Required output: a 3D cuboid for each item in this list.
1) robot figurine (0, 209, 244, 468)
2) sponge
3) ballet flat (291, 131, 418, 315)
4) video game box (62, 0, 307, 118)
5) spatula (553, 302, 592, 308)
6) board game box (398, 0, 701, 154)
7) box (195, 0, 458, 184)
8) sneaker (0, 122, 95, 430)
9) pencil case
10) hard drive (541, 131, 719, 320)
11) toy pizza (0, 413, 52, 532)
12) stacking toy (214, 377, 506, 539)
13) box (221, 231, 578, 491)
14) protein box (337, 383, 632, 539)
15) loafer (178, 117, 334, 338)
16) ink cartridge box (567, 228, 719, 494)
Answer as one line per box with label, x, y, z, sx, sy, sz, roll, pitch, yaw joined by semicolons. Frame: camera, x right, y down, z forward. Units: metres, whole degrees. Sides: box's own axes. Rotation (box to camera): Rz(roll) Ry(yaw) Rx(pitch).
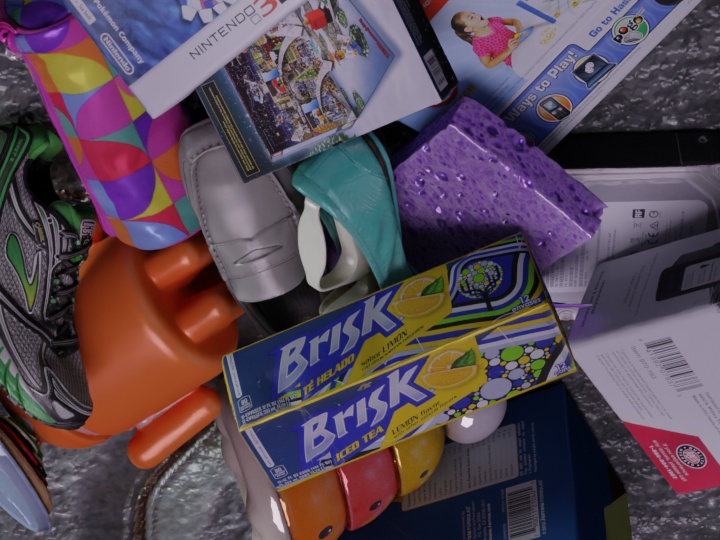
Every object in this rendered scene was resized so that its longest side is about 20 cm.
robot figurine;-0.160;0.045;1.560;0.200;0.117;0.144;-30;129;25
sponge;0.055;-0.028;1.479;0.111;0.030;0.200;38;147;-11
ballet flat;0.000;0.000;1.462;0.070;0.067;0.201;-33;133;-14
video game box;-0.104;-0.213;1.300;0.182;0.047;0.200;-35;96;25
spatula;0.088;0.041;1.575;0.056;0.021;0.200;2;162;-20
board game box;0.074;-0.168;1.403;0.195;0.056;0.200;27;127;-25
box;-0.049;-0.165;1.347;0.136;0.038;0.201;-20;104;26
sneaker;-0.202;0.002;1.479;0.085;0.201;0.078;-18;173;11
pencil case;-0.153;-0.102;1.443;0.088;0.089;0.200;-15;132;13
hard drive;0.143;-0.026;1.557;0.199;0.038;0.140;-1;134;0
toy pizza;-0.263;0.090;1.580;0.032;0.200;0.201;-40;134;-17
stacking toy;0.007;0.116;1.648;0.199;0.146;0.147;-18;134;-6
box;0.022;0.056;1.433;0.199;0.064;0.070;-23;135;5
protein box;0.081;0.219;1.679;0.199;0.199;0.135;-19;131;17
loafer;-0.056;-0.014;1.466;0.070;0.070;0.200;-22;136;8
ink cartridge box;0.255;0.048;1.498;0.199;0.084;0.145;-17;123;36
